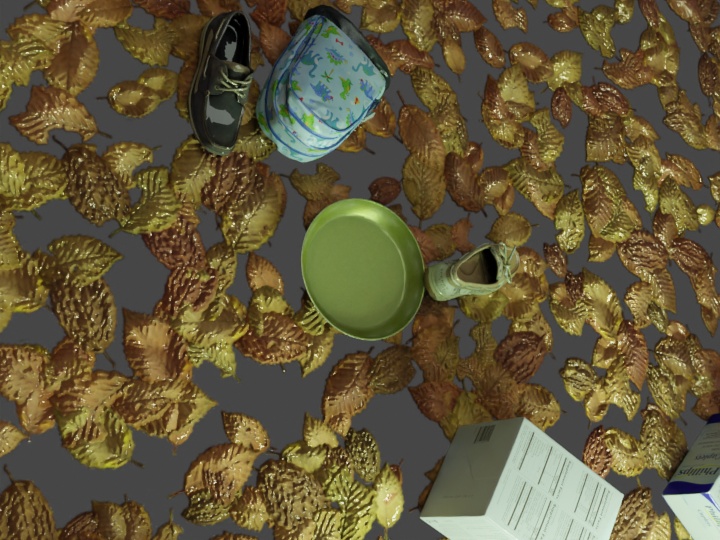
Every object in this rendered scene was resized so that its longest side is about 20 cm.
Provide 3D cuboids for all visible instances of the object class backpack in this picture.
[{"bbox_3d":[-0.055,-0.245,1.344,0.163,0.154,0.200,47,72,-20],"label":"backpack"}]

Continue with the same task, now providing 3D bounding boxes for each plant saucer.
[{"bbox_3d":[0.000,0.000,1.369,0.199,0.031,0.201,8,73,-29],"label":"plant saucer"}]

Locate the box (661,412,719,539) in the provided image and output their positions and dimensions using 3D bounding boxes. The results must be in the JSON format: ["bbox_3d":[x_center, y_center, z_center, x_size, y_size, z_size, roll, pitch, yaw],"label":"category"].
[{"bbox_3d":[0.618,0.362,1.605,0.200,0.105,0.184,-43,102,-32],"label":"box"}]

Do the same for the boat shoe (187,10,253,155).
[{"bbox_3d":[-0.181,-0.253,1.296,0.074,0.073,0.201,6,75,-29],"label":"boat shoe"}]

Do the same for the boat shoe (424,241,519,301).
[{"bbox_3d":[0.179,0.001,1.446,0.200,0.063,0.074,-20,89,-44],"label":"boat shoe"}]

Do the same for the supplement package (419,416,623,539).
[{"bbox_3d":[0.221,0.323,1.350,0.200,0.152,0.151,38,61,-18],"label":"supplement package"}]
